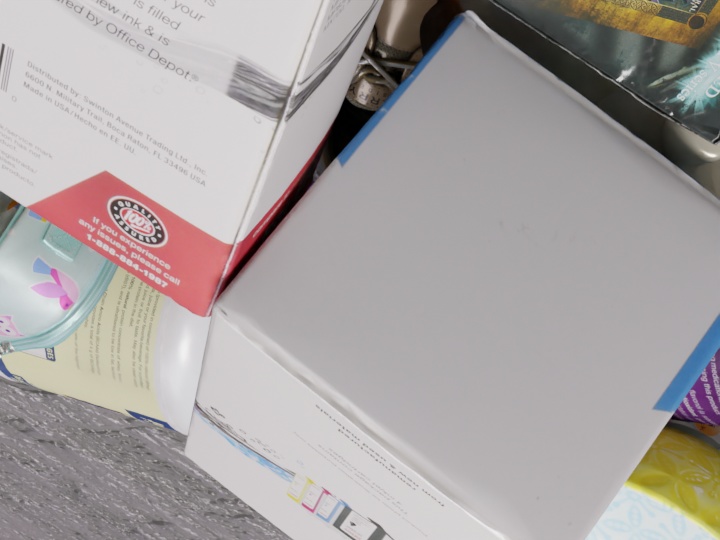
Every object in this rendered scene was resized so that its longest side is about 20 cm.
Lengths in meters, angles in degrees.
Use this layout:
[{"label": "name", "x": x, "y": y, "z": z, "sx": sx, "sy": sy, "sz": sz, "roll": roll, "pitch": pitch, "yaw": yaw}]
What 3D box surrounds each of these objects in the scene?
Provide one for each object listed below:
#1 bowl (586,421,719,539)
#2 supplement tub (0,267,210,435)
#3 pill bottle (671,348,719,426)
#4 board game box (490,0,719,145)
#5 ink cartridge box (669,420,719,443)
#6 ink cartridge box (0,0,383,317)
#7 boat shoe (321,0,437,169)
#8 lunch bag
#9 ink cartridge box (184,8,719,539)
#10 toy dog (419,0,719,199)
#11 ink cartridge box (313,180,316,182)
[{"label": "bowl", "x": 0.141, "y": 0.140, "z": 0.893, "sx": 0.199, "sy": 0.108, "sz": 0.201, "roll": 19, "pitch": 135, "yaw": 21}, {"label": "supplement tub", "x": -0.124, "y": 0.018, "z": 1.081, "sx": 0.199, "sy": 0.145, "sz": 0.145, "roll": 15, "pitch": 153, "yaw": 23}, {"label": "pill bottle", "x": 0.178, "y": 0.018, "z": 0.846, "sx": 0.199, "sy": 0.113, "sz": 0.113, "roll": 6, "pitch": 148, "yaw": 36}, {"label": "board game box", "x": 0.124, "y": -0.145, "z": 0.545, "sx": 0.135, "sy": 0.028, "sz": 0.200, "roll": 30, "pitch": 120, "yaw": -22}, {"label": "ink cartridge box", "x": 0.130, "y": 0.108, "z": 1.042, "sx": 0.200, "sy": 0.129, "sz": 0.125, "roll": 36, "pitch": 153, "yaw": -23}, {"label": "ink cartridge box", "x": -0.067, "y": -0.102, "z": 0.554, "sx": 0.146, "sy": 0.083, "sz": 0.200, "roll": 32, "pitch": 141, "yaw": 5}, {"label": "boat shoe", "x": 0.020, "y": -0.100, "z": 0.819, "sx": 0.072, "sy": 0.065, "sz": 0.200, "roll": 27, "pitch": 155, "yaw": -1}, {"label": "lunch bag", "x": -0.167, "y": -0.045, "z": 0.936, "sx": 0.160, "sy": 0.201, "sz": 0.077, "roll": -8, "pitch": 141, "yaw": 46}, {"label": "ink cartridge box", "x": 0.035, "y": 0.035, "z": 0.682, "sx": 0.144, "sy": 0.147, "sz": 0.200, "roll": 37, "pitch": 160, "yaw": 5}, {"label": "toy dog", "x": 0.123, "y": -0.080, "z": 0.716, "sx": 0.200, "sy": 0.140, "sz": 0.194, "roll": 38, "pitch": -178, "yaw": -26}, {"label": "ink cartridge box", "x": 0.000, "y": 0.000, "z": 0.892, "sx": 0.136, "sy": 0.077, "sz": 0.200, "roll": -14, "pitch": 172, "yaw": -4}]
